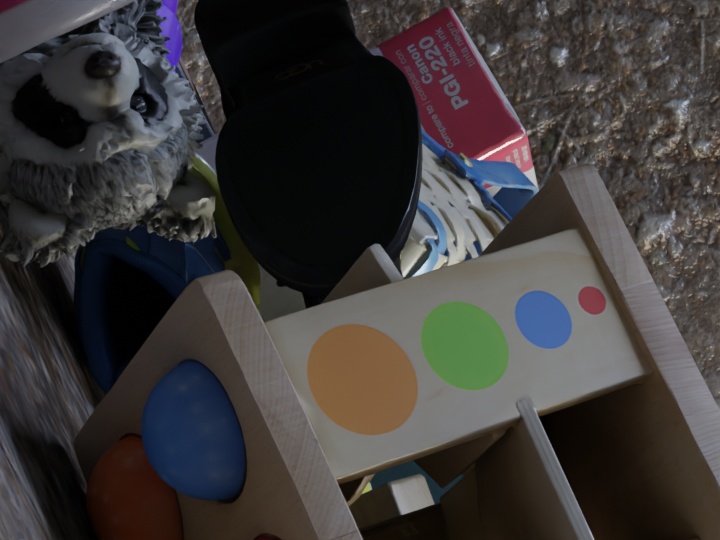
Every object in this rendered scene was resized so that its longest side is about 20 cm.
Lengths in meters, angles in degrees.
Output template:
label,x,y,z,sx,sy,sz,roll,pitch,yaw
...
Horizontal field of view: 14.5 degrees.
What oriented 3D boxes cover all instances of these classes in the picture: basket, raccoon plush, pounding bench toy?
label,x,y,z,sx,sy,sz,roll,pitch,yaw
basket,-0.011,0.014,1.245,0.139,0.176,0.200,45,11,12
raccoon plush,-0.092,-0.052,0.997,0.200,0.097,0.134,64,9,-76
pounding bench toy,-0.006,0.082,0.866,0.124,0.156,0.200,65,-31,15

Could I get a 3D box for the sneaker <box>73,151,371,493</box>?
label,x,y,z,sx,sy,sz,roll,pitch,yaw
sneaker,-0.058,0.055,1.045,0.200,0.076,0.105,63,18,-15

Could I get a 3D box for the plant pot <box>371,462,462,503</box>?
label,x,y,z,sx,sy,sz,roll,pitch,yaw
plant pot,0.053,0.116,1.459,0.200,0.196,0.201,-26,90,-89

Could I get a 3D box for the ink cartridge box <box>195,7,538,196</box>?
label,x,y,z,sx,sy,sz,roll,pitch,yaw
ink cartridge box,-0.016,-0.038,1.466,0.085,0.200,0.146,59,-1,13

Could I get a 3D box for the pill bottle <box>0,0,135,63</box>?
label,x,y,z,sx,sy,sz,roll,pitch,yaw
pill bottle,-0.127,-0.159,0.798,0.113,0.113,0.200,-111,177,-81

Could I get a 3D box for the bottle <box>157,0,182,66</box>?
label,x,y,z,sx,sy,sz,roll,pitch,yaw
bottle,-0.124,-0.127,1.255,0.065,0.083,0.200,65,1,-46

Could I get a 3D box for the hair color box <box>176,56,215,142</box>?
label,x,y,z,sx,sy,sz,roll,pitch,yaw
hair color box,-0.144,-0.148,1.466,0.099,0.061,0.200,-114,180,-68

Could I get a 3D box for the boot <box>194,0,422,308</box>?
label,x,y,z,sx,sy,sz,roll,pitch,yaw
boot,0.000,0.000,1.001,0.200,0.069,0.174,-105,178,-56
